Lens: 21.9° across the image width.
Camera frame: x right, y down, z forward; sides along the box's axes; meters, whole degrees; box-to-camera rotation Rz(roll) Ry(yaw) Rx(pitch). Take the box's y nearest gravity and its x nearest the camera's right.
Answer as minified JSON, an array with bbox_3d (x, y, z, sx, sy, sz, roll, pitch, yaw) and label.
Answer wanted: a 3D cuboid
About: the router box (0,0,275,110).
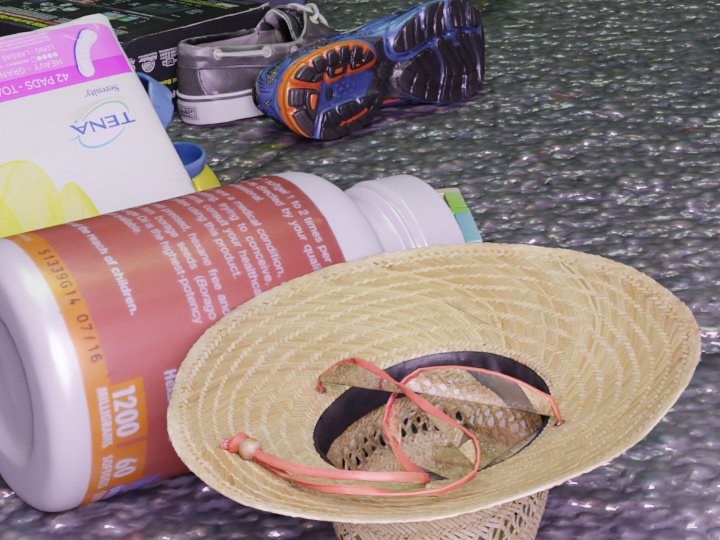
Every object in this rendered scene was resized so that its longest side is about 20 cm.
[{"bbox_3d":[-0.182,-0.166,1.385,0.150,0.062,0.200,-20,25,-39],"label":"router box"}]

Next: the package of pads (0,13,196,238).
[{"bbox_3d":[-0.175,-0.027,0.883,0.200,0.155,0.068,-20,-12,-37],"label":"package of pads"}]

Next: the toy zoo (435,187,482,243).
[{"bbox_3d":[0.000,0.000,0.958,0.131,0.020,0.200,-5,20,-2],"label":"toy zoo"}]

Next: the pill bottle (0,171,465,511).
[{"bbox_3d":[-0.057,0.021,0.779,0.200,0.112,0.112,-15,23,-28],"label":"pill bottle"}]

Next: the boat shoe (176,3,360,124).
[{"bbox_3d":[-0.044,-0.156,1.328,0.200,0.064,0.071,-20,26,-38],"label":"boat shoe"}]

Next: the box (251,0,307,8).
[{"bbox_3d":[-0.128,-0.323,1.605,0.148,0.200,0.107,-6,20,-3],"label":"box"}]

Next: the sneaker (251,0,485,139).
[{"bbox_3d":[0.008,-0.144,1.280,0.200,0.075,0.078,-18,21,-38],"label":"sneaker"}]

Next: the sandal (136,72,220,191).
[{"bbox_3d":[-0.172,-0.056,1.052,0.200,0.087,0.079,-22,28,-36],"label":"sandal"}]

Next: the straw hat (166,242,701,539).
[{"bbox_3d":[0.027,0.070,0.672,0.201,0.085,0.201,-7,24,3],"label":"straw hat"}]
